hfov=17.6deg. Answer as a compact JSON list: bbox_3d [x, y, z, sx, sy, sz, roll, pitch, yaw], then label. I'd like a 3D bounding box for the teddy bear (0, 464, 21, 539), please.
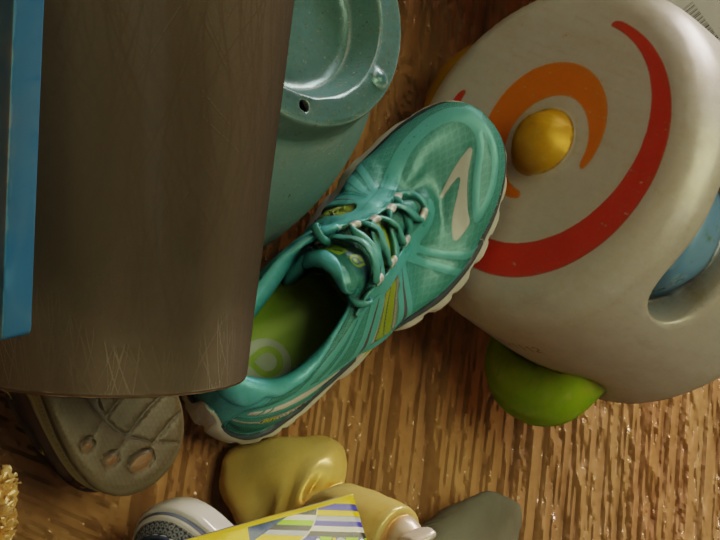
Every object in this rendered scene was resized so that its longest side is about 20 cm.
[{"bbox_3d":[-0.177,0.107,0.806,0.144,0.067,0.201,1,78,-42],"label":"teddy bear"}]

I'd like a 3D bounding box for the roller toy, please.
[{"bbox_3d":[0.120,-0.041,1.143,0.140,0.182,0.201,33,44,-45],"label":"roller toy"}]

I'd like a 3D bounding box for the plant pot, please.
[{"bbox_3d":[-0.068,-0.103,1.031,0.200,0.134,0.202,17,64,-39],"label":"plant pot"}]

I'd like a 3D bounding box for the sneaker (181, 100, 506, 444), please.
[{"bbox_3d":[0.000,0.000,1.049,0.077,0.080,0.200,41,72,3],"label":"sneaker"}]

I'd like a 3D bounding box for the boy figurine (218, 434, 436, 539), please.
[{"bbox_3d":[0.003,0.146,1.015,0.064,0.200,0.125,-12,128,-30],"label":"boy figurine"}]

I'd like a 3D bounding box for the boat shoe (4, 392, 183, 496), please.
[{"bbox_3d":[-0.142,0.001,0.969,0.072,0.067,0.201,-26,99,-34],"label":"boat shoe"}]

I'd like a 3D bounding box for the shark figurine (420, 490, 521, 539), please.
[{"bbox_3d":[0.042,0.192,1.071,0.128,0.089,0.216,20,61,-36],"label":"shark figurine"}]

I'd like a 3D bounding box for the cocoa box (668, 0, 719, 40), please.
[{"bbox_3d":[0.139,-0.212,1.204,0.200,0.133,0.132,42,13,-48],"label":"cocoa box"}]

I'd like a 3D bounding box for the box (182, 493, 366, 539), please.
[{"bbox_3d":[-0.091,0.149,0.915,0.199,0.064,0.070,-14,79,-20],"label":"box"}]

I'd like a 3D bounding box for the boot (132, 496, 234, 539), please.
[{"bbox_3d":[-0.068,0.200,0.968,0.090,0.072,0.201,-21,91,-51],"label":"boot"}]

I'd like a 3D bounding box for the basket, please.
[{"bbox_3d":[-0.096,-0.059,0.874,0.180,0.135,0.201,-6,99,-56],"label":"basket"}]

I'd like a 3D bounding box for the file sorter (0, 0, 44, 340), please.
[{"bbox_3d":[-0.216,-0.064,0.804,0.122,0.199,0.140,-16,121,-40],"label":"file sorter"}]
